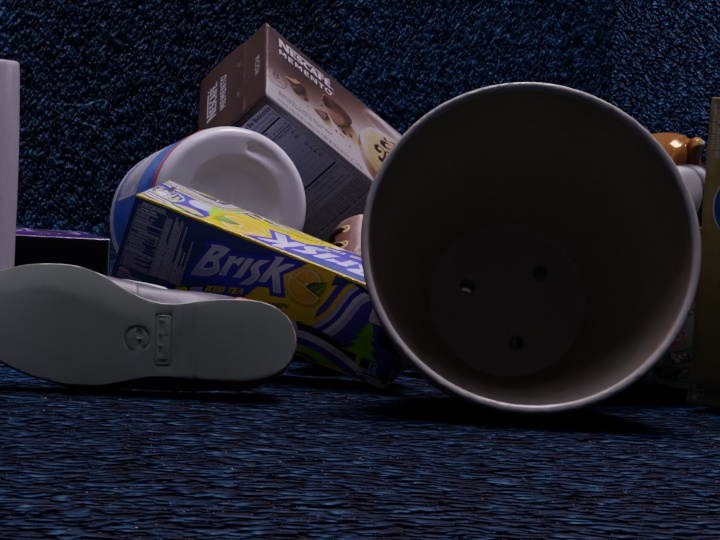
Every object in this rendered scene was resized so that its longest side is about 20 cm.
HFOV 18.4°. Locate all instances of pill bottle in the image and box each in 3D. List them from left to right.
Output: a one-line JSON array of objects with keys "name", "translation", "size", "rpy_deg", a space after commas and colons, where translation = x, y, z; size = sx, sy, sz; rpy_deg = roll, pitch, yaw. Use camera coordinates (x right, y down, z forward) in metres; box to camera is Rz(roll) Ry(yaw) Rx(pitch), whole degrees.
[{"name": "pill bottle", "translation": [-0.120, -0.038, 1.625], "size": [0.112, 0.112, 0.200], "rpy_deg": [3, -6, -19]}]

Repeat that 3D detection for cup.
[{"name": "cup", "translation": [0.096, 0.002, 1.361], "size": [0.200, 0.201, 0.143], "rpy_deg": [3, -14, -2]}]

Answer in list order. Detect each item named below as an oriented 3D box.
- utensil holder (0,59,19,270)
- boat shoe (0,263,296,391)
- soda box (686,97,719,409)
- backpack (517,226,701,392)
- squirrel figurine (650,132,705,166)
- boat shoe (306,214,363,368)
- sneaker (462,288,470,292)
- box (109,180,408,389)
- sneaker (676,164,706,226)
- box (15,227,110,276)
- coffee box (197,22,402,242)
[{"name": "utensil holder", "translation": [-0.314, -0.048, 1.515], "size": [0.170, 0.200, 0.170], "rpy_deg": [4, 2, 0]}, {"name": "boat shoe", "translation": [-0.138, 0.037, 1.337], "size": [0.200, 0.071, 0.063], "rpy_deg": [5, -4, -6]}, {"name": "soda box", "translation": [0.259, -0.009, 1.428], "size": [0.064, 0.200, 0.068], "rpy_deg": [6, 4, 34]}, {"name": "backpack", "translation": [0.186, 0.020, 1.531], "size": [0.200, 0.127, 0.167], "rpy_deg": [4, 13, -46]}, {"name": "squirrel figurine", "translation": [0.246, -0.026, 1.899], "size": [0.141, 0.187, 0.200], "rpy_deg": [6, 4, 37]}, {"name": "boat shoe", "translation": [0.000, 0.000, 1.589], "size": [0.068, 0.072, 0.200], "rpy_deg": [39, 43, 4]}, {"name": "sneaker", "translation": [0.113, 0.030, 1.604], "size": [0.076, 0.091, 0.200], "rpy_deg": [3, 1, 41]}, {"name": "box", "translation": [-0.057, 0.008, 1.466], "size": [0.200, 0.064, 0.070], "rpy_deg": [22, 15, 10]}, {"name": "sneaker", "translation": [0.167, -0.033, 1.634], "size": [0.200, 0.074, 0.079], "rpy_deg": [-16, -26, 10]}, {"name": "box", "translation": [-0.310, 0.003, 1.778], "size": [0.200, 0.079, 0.141], "rpy_deg": [3, 0, -16]}, {"name": "coffee box", "translation": [-0.030, -0.086, 1.752], "size": [0.200, 0.080, 0.113], "rpy_deg": [39, 26, -24]}]
